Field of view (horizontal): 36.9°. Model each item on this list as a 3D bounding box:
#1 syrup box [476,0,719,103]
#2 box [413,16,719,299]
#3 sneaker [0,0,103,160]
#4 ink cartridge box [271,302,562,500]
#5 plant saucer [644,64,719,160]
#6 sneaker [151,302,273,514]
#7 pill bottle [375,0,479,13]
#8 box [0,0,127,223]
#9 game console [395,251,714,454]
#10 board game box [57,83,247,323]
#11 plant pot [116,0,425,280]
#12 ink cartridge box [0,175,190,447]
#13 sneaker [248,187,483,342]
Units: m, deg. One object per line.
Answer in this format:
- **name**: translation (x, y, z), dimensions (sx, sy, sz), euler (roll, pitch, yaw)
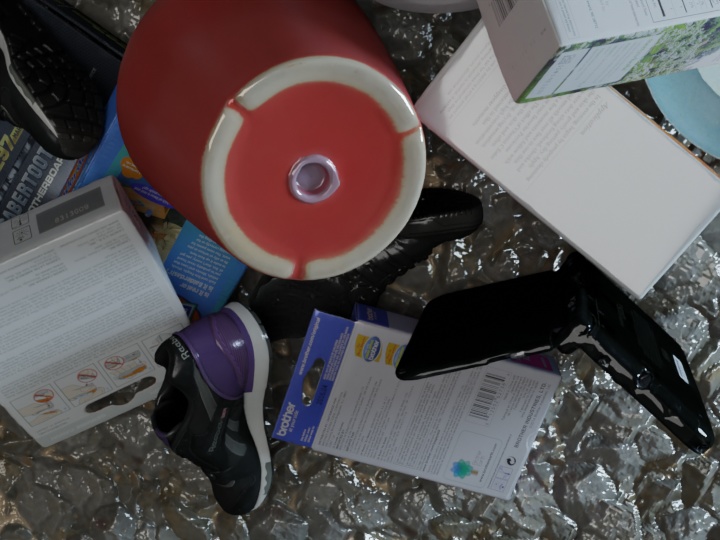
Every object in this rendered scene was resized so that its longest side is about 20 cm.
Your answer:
- **syrup box**: translation (0.184, -0.171, 0.669), dimensions (0.199, 0.079, 0.082), euler (-14, 78, -16)
- **box**: translation (0.147, -0.090, 0.761), dimensions (0.200, 0.124, 0.098), euler (40, 105, 0)
- **sneaker**: translation (-0.265, -0.138, 0.798), dimensions (0.088, 0.076, 0.200), euler (-48, 66, 22)
- **ink cartridge box**: translation (0.042, 0.099, 0.837), dimensions (0.199, 0.042, 0.120), euler (15, 112, -11)
- **plant saucer**: translation (0.296, -0.172, 0.760), dimensions (0.200, 0.039, 0.202), euler (2, 103, 10)
- **sneaker**: translation (-0.124, 0.120, 0.843), dimensions (0.076, 0.087, 0.201), euler (37, 137, 40)
- **pill bottle**: translation (0.051, -0.286, 0.722), dimensions (0.110, 0.111, 0.201), euler (-1, 79, 11)
- **box**: translation (-0.245, -0.100, 0.870), dimensions (0.157, 0.051, 0.200), euler (35, 105, 2)
- **game console**: translation (0.137, 0.065, 0.758), dimensions (0.176, 0.200, 0.116), euler (42, 107, -1)
- **board game box**: translation (-0.152, -0.043, 0.834), dimensions (0.152, 0.045, 0.201), euler (25, 107, -28)
- **plant pot**: translation (-0.052, -0.092, 0.713), dimensions (0.199, 0.177, 0.202), euler (-8, 117, -16)
- **ink cartridge box**: translation (-0.216, 0.038, 0.818), dimensions (0.159, 0.047, 0.200), euler (-25, 139, -3)
- **sneaker**: translation (0.000, 0.001, 0.845), dimensions (0.199, 0.060, 0.105), euler (-8, 115, 3)
